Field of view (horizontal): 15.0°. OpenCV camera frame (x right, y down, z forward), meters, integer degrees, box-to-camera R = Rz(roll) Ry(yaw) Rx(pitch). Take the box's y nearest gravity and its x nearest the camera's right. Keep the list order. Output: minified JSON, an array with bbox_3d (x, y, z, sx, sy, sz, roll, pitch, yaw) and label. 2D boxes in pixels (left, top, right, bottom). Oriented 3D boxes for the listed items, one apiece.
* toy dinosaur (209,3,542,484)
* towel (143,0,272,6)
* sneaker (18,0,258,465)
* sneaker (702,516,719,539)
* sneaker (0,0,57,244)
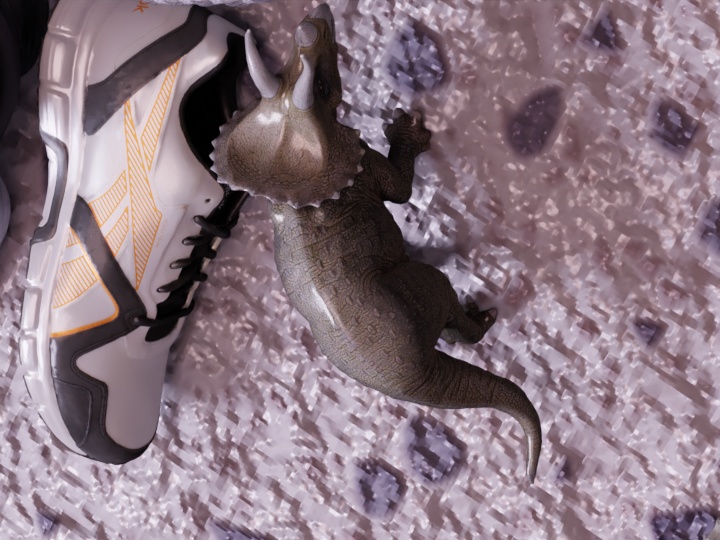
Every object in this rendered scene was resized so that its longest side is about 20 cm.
[{"bbox_3d":[0.000,0.000,1.029,0.077,0.102,0.201,-17,98,29],"label":"toy dinosaur"},{"bbox_3d":[-0.017,-0.197,0.982,0.165,0.086,0.201,-1,106,25],"label":"towel"},{"bbox_3d":[-0.085,-0.014,1.083,0.080,0.074,0.201,12,112,20],"label":"sneaker"},{"bbox_3d":[0.163,0.139,1.022,0.099,0.070,0.200,37,123,3],"label":"sneaker"},{"bbox_3d":[-0.179,-0.041,1.087,0.075,0.114,0.201,19,114,0],"label":"sneaker"}]
